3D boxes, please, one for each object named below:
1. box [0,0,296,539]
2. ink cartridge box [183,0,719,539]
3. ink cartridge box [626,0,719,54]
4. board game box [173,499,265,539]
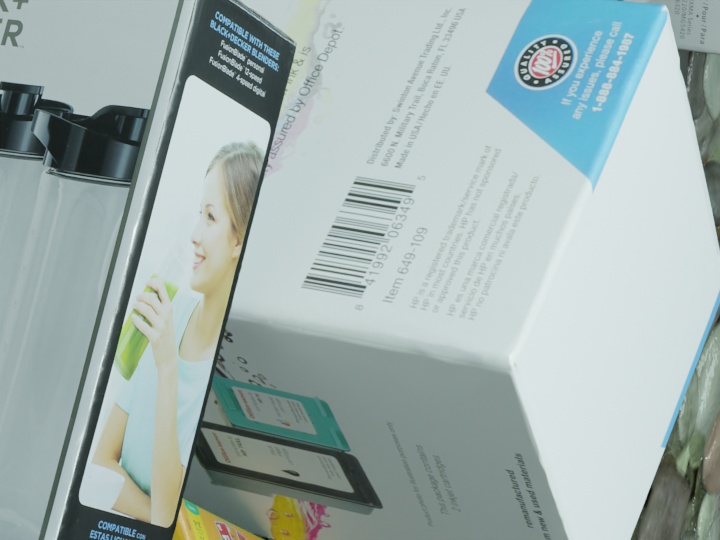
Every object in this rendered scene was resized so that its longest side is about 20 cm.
[{"bbox_3d":[-0.102,0.011,0.653,0.060,0.116,0.201,29,73,-59],"label":"box"},{"bbox_3d":[0.000,0.000,0.752,0.147,0.199,0.146,-63,149,-30],"label":"ink cartridge box"},{"bbox_3d":[0.261,-0.155,1.234,0.200,0.175,0.045,-29,123,-57],"label":"ink cartridge box"},{"bbox_3d":[-0.057,0.133,0.804,0.200,0.095,0.030,36,28,-62],"label":"board game box"}]
